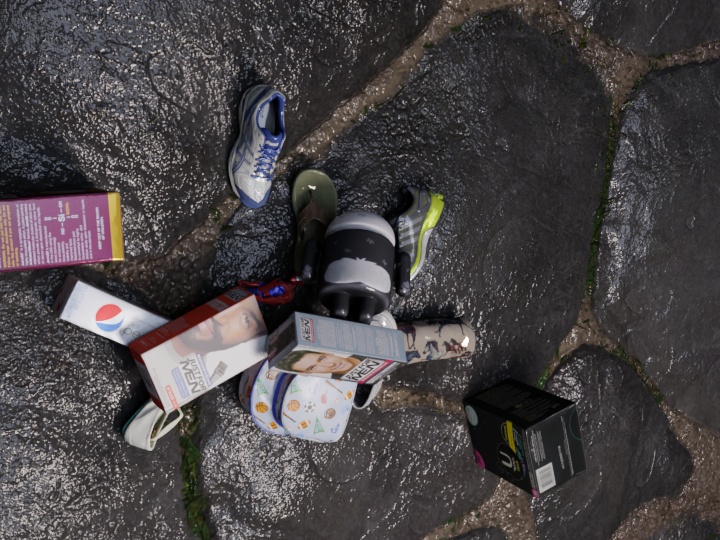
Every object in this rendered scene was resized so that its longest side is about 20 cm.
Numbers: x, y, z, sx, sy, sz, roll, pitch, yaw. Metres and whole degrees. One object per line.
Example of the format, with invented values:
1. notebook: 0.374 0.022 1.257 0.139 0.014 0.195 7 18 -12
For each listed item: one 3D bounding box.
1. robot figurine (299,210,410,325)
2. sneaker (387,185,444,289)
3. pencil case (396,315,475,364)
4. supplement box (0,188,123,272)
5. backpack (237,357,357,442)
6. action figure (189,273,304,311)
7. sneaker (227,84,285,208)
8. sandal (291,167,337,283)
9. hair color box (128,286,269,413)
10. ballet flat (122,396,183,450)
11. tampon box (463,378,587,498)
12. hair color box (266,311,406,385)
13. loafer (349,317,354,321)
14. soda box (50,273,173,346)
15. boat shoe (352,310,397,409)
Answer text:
1. robot figurine: -0.006 -0.001 1.533 0.150 0.124 0.201 31 53 -39
2. sneaker: 0.079 -0.062 1.691 0.081 0.074 0.201 24 79 -24
3. pencil case: 0.124 0.135 1.740 0.199 0.078 0.090 -5 115 -29
4. supplement box: -0.455 -0.060 1.339 0.199 0.131 0.104 -7 101 -30
5. backpack: -0.105 0.200 1.584 0.190 0.154 0.201 10 96 -21
6. action figure: -0.181 0.045 1.555 0.199 0.065 0.052 -19 124 -26
7. sneaker: -0.163 -0.198 1.509 0.075 0.088 0.201 -3 101 -32
8. sandal: -0.075 -0.074 1.590 0.079 0.057 0.202 -3 102 -12
9. hair color box: -0.244 0.121 1.454 0.200 0.064 0.111 -30 116 -25
10. ballet flat: -0.301 0.203 1.506 0.069 0.069 0.200 39 81 -29
11. tampon box: 0.316 0.320 1.813 0.126 0.200 0.151 -21 107 -25
12. hair color box: -0.038 0.126 1.477 0.199 0.099 0.061 12 55 -30
13. loafer: 0.000 0.000 1.648 0.075 0.070 0.201 -23 109 -25
14. soda box: -0.369 0.077 1.448 0.200 0.068 0.064 29 84 -30
15. boat shoe: 0.014 0.158 1.645 0.072 0.069 0.201 21 125 5
